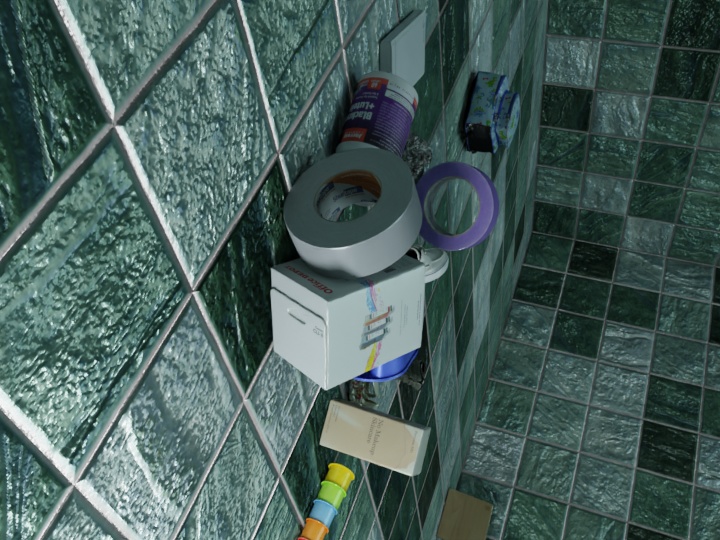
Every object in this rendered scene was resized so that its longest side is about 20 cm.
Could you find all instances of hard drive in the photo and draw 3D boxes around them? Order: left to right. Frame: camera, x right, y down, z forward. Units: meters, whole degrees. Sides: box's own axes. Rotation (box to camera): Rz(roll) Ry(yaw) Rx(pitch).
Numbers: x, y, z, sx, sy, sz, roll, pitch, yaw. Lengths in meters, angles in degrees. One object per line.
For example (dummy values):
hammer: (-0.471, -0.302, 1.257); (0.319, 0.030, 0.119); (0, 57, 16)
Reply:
hard drive: (0.084, -0.411, 1.414); (0.201, 0.026, 0.134); (-57, 152, -49)

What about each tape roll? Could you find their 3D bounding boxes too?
tape roll: (-0.011, -0.086, 1.056); (0.067, 0.196, 0.203); (68, 38, -47)
tape roll: (0.222, -0.149, 1.701); (0.085, 0.196, 0.205); (-11, 112, -68)

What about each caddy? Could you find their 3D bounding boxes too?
caddy: (0.037, 0.148, 1.431); (0.200, 0.138, 0.108); (-43, 136, -58)

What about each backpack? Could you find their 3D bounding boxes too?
backpack: (0.377, -0.450, 2.062); (0.183, 0.143, 0.205); (35, 65, -72)

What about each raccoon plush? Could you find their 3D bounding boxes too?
raccoon plush: (0.049, -0.213, 1.397); (0.199, 0.096, 0.136); (38, 76, -37)

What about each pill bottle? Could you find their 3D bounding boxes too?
pill bottle: (0.021, -0.216, 1.213); (0.112, 0.109, 0.204); (55, 49, -65)

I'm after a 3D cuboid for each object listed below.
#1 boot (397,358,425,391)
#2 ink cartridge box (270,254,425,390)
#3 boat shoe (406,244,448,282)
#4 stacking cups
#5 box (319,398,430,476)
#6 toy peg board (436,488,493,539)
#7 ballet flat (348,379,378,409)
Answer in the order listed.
boot: (0.083, 0.189, 1.600); (0.202, 0.128, 0.069); (75, 32, -52)
ink cartridge box: (-0.020, 0.058, 1.102); (0.197, 0.144, 0.148); (-17, 120, -37)
boat shoe: (0.104, -0.017, 1.424); (0.197, 0.072, 0.067); (-19, 129, -36)
stacking cups: (-0.073, 0.482, 1.425); (0.061, 0.059, 0.202); (80, 28, -47)
box: (0.030, 0.324, 1.418); (0.078, 0.195, 0.097); (31, 73, -69)
toy peg board: (0.432, 1.055, 3.053); (0.098, 0.195, 0.204); (98, 12, -67)
ballet flat: (0.006, 0.267, 1.526); (0.076, 0.062, 0.204); (-51, 148, -55)
